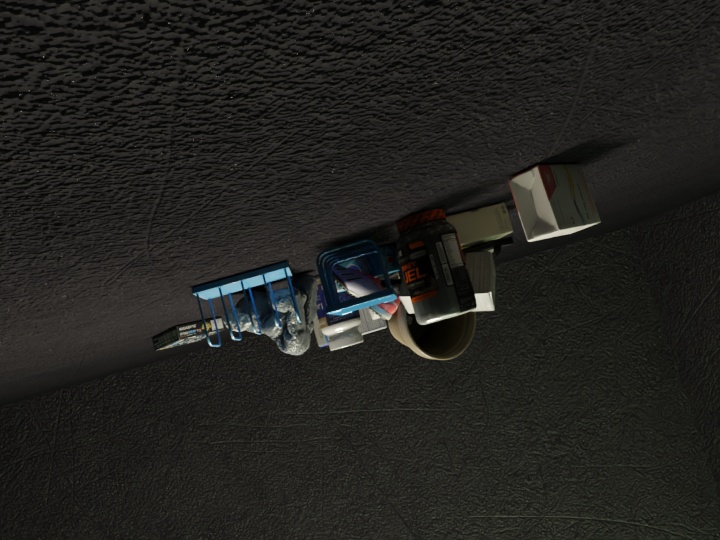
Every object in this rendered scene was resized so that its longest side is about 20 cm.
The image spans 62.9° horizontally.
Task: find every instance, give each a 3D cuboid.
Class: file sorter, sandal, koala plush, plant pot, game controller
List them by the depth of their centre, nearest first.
[{"bbox_3d":[-0.231,0.074,1.241,0.198,0.124,0.139,-16,174,-5],"label":"file sorter"},{"bbox_3d":[-0.008,0.017,1.242,0.137,0.124,0.200,-17,174,4],"label":"file sorter"},{"bbox_3d":[0.289,-0.041,1.340,0.199,0.049,0.075,-13,177,-42],"label":"sandal"},{"bbox_3d":[-0.221,0.109,1.431,0.197,0.186,0.177,4,-166,15],"label":"koala plush"},{"bbox_3d":[0.157,0.119,1.448,0.198,0.203,0.173,-13,177,-24],"label":"plant pot"},{"bbox_3d":[0.052,0.039,1.502,0.103,0.043,0.200,-22,-174,-20],"label":"game controller"}]

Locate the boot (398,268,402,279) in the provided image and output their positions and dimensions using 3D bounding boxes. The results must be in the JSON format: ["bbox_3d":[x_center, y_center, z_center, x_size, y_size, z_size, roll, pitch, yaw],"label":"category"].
[{"bbox_3d":[0.141,0.043,1.552,0.072,0.092,0.200,-11,171,2],"label":"boot"}]

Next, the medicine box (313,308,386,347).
[{"bbox_3d":[-0.046,0.114,1.776,0.198,0.184,0.103,-13,173,-24],"label":"medicine box"}]

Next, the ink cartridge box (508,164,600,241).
[{"bbox_3d":[0.358,-0.125,1.051,0.199,0.118,0.067,-12,172,-44],"label":"ink cartridge box"}]

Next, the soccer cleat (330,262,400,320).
[{"bbox_3d":[0.004,0.033,1.380,0.073,0.199,0.068,-53,171,-2],"label":"soccer cleat"}]

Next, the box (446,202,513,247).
[{"bbox_3d":[0.217,-0.085,1.256,0.198,0.069,0.082,-14,174,-17],"label":"box"}]

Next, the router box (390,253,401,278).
[{"bbox_3d":[0.167,-0.038,1.591,0.148,0.052,0.200,-14,171,-23],"label":"router box"}]

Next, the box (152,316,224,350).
[{"bbox_3d":[-0.549,0.202,1.874,0.158,0.047,0.199,-11,171,-42],"label":"box"}]

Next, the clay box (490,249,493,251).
[{"bbox_3d":[0.248,-0.035,1.407,0.199,0.047,0.116,26,97,-51],"label":"clay box"}]

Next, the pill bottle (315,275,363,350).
[{"bbox_3d":[-0.063,0.108,1.597,0.114,0.202,0.116,-16,173,-2],"label":"pill bottle"}]

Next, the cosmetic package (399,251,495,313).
[{"bbox_3d":[0.190,0.028,1.275,0.197,0.108,0.090,-3,148,18],"label":"cosmetic package"}]

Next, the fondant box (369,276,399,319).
[{"bbox_3d":[0.105,0.043,1.696,0.198,0.146,0.058,-14,153,-17],"label":"fondant box"}]

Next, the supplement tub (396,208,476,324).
[{"bbox_3d":[0.141,-0.007,1.127,0.121,0.203,0.123,-15,174,-2],"label":"supplement tub"}]

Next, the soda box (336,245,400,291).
[{"bbox_3d":[0.000,0.000,1.455,0.199,0.065,0.067,-23,171,42],"label":"soda box"}]
